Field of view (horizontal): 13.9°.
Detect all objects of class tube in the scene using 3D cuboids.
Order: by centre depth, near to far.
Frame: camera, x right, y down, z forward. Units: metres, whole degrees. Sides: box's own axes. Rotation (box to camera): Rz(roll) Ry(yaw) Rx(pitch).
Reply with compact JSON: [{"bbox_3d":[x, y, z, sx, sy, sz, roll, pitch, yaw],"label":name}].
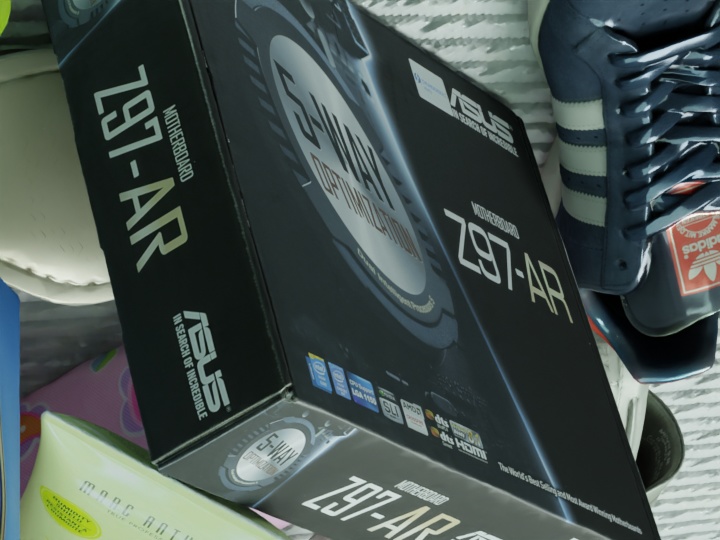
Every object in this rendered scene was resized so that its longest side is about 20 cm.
[{"bbox_3d":[-0.069,0.075,0.825,0.058,0.052,0.200,-12,171,-17],"label":"tube"}]

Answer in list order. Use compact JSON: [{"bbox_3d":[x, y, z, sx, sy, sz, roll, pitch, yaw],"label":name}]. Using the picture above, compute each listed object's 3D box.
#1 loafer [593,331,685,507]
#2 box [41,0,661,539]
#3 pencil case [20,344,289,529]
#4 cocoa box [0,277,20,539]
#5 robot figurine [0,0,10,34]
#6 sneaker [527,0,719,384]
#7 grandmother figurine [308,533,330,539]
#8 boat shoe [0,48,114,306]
[{"bbox_3d":[0.086,0.075,1.086,0.069,0.070,0.200,-11,150,3],"label":"loafer"},{"bbox_3d":[0.000,0.000,0.816,0.043,0.161,0.200,-29,149,23],"label":"box"},{"bbox_3d":[-0.054,0.058,0.962,0.199,0.088,0.087,-30,149,17],"label":"pencil case"},{"bbox_3d":[-0.192,0.053,0.676,0.199,0.134,0.131,-19,140,18],"label":"cocoa box"},{"bbox_3d":[-0.113,-0.114,0.592,0.199,0.116,0.176,-18,119,-18],"label":"robot figurine"},{"bbox_3d":[0.095,-0.034,0.889,0.075,0.085,0.200,-16,150,-4],"label":"sneaker"},{"bbox_3d":[-0.012,0.118,1.026,0.120,0.061,0.200,7,171,-9],"label":"grandmother figurine"},{"bbox_3d":[-0.121,-0.024,0.807,0.199,0.072,0.059,-9,-168,-42],"label":"boat shoe"}]
